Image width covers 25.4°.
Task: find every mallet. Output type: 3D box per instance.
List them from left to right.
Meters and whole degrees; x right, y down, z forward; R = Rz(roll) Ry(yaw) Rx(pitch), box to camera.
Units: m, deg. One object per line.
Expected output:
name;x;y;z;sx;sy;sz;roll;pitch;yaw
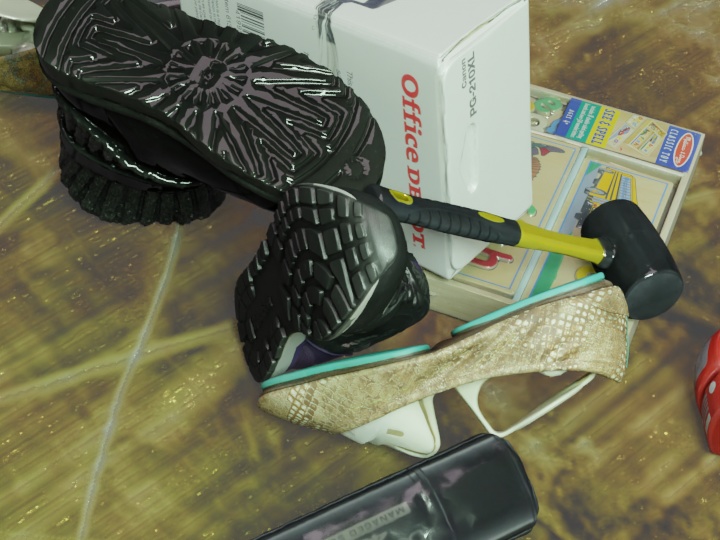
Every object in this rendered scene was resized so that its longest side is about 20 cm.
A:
mallet;0.090;-0.012;0.841;0.199;0.041;0.066;5;41;-39

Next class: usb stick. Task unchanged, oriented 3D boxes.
usb stick;-0.002;0.136;0.770;0.199;0.033;0.056;-21;81;-24

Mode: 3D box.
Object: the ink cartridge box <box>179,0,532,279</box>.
ink cartridge box;-0.002;-0.105;0.917;0.199;0.146;0.084;26;49;34

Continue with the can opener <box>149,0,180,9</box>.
can opener;-0.080;-0.168;1.077;0.198;0.054;0.067;-10;14;-13

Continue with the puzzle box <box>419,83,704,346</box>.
puzzle box;0.121;-0.034;0.962;0.132;0.026;0.201;18;46;12

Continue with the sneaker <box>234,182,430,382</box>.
sneaker;0.000;0.000;0.806;0.087;0.200;0.076;-9;80;-20

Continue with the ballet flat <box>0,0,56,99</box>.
ballet flat;-0.266;-0.147;1.017;0.198;0.071;0.071;1;44;-4

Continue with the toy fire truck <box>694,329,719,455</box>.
toy fire truck;0.278;0.038;0.885;0.198;0.049;0.142;1;44;-3

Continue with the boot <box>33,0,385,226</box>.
boot;-0.082;-0.064;0.887;0.210;0.158;0.080;29;64;13

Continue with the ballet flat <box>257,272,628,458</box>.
ballet flat;0.046;0.060;0.825;0.198;0.071;0.066;-18;86;6
